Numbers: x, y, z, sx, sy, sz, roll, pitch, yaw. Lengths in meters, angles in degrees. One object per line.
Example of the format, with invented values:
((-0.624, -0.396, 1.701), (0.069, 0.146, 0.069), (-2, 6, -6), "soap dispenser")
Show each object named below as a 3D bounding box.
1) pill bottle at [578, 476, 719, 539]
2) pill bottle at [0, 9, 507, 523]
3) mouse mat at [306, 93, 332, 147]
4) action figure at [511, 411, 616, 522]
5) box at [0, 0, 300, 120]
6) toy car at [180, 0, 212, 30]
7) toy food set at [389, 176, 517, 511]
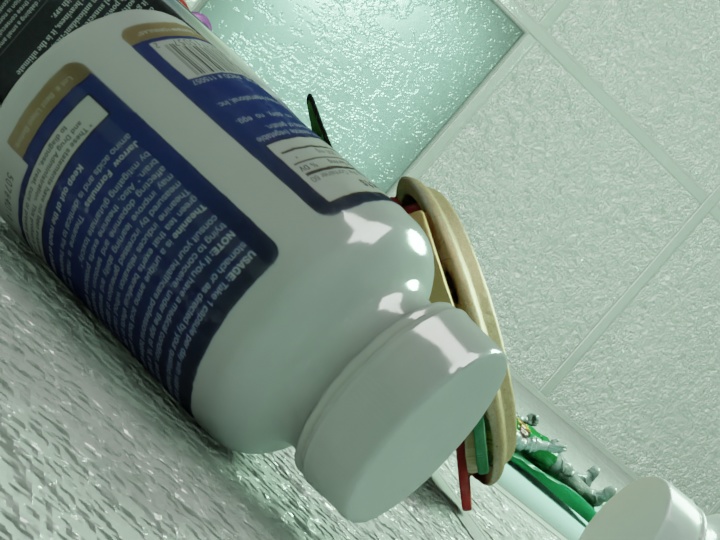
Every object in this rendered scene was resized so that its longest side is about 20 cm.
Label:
((0.218, 0.211, 0.727), (0.200, 0.111, 0.111), (40, 3, -8), "pill bottle")
((-0.043, -0.002, 0.489), (0.200, 0.111, 0.111), (42, 3, 22), "pill bottle")
((0.000, 0.000, 0.824), (0.161, 0.008, 0.200), (80, -9, -46), "mouse mat")
((0.170, 0.176, 1.277), (0.200, 0.055, 0.118), (35, 8, -26), "action figure")
((-0.164, -0.136, 0.863), (0.198, 0.123, 0.200), (41, 3, -22), "box")
((-0.298, -0.345, 1.979), (0.200, 0.150, 0.175), (43, 3, 31), "toy car")
((0.046, 0.042, 0.771), (0.200, 0.049, 0.198), (-120, -164, -66), "toy food set")
